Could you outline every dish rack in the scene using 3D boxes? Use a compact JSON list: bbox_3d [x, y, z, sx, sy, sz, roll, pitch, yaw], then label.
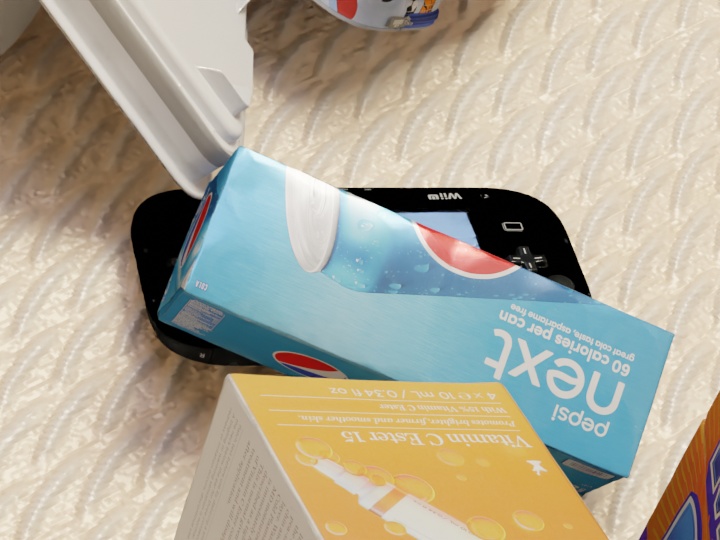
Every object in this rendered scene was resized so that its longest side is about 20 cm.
[{"bbox_3d":[-0.103,-0.146,1.265,0.043,0.200,0.172,-26,32,15],"label":"dish rack"}]

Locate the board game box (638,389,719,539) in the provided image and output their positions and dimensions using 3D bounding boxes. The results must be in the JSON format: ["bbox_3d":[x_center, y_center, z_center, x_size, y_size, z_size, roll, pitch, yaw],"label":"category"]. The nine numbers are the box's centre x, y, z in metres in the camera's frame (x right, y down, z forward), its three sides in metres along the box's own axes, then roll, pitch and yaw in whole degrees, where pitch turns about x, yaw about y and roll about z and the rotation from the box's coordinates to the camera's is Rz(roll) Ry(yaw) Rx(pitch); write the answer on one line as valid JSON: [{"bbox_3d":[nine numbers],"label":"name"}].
[{"bbox_3d":[0.221,0.149,1.048,0.199,0.200,0.201,11,49,-8],"label":"board game box"}]

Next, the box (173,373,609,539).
[{"bbox_3d":[0.025,0.134,1.055,0.124,0.098,0.200,3,32,-28],"label":"box"}]

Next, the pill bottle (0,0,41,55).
[{"bbox_3d":[-0.241,-0.178,1.317,0.199,0.115,0.114,26,47,12],"label":"pill bottle"}]

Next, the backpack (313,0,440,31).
[{"bbox_3d":[0.016,-0.203,1.365,0.200,0.154,0.190,46,28,19],"label":"backpack"}]

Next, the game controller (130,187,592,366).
[{"bbox_3d":[0.000,0.000,1.259,0.199,0.042,0.105,0,48,-15],"label":"game controller"}]

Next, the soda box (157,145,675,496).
[{"bbox_3d":[0.022,0.023,1.186,0.199,0.064,0.068,23,74,-9],"label":"soda box"}]
